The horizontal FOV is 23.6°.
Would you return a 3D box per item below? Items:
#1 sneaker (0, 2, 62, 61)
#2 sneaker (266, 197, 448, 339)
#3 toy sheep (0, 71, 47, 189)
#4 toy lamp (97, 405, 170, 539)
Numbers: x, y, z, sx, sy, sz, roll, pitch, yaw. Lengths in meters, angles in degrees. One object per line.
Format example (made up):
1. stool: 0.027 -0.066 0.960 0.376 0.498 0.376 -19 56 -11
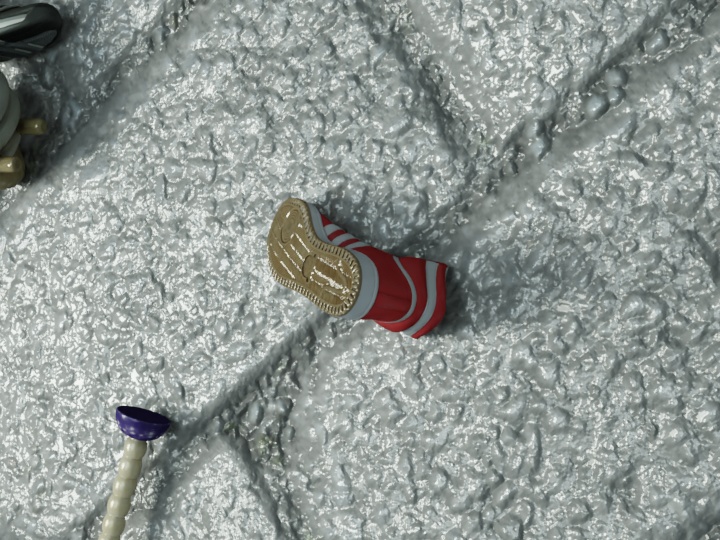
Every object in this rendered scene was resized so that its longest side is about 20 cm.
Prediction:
1. sneaker: -0.378 -0.259 1.678 0.200 0.075 0.116 -14 78 32
2. sneaker: 0.000 0.000 1.440 0.200 0.112 0.071 43 115 58
3. toy sheep: -0.384 -0.148 1.618 0.138 0.200 0.138 -20 40 18
4. toy lamp: -0.222 0.226 1.564 0.058 0.058 0.201 20 99 31
